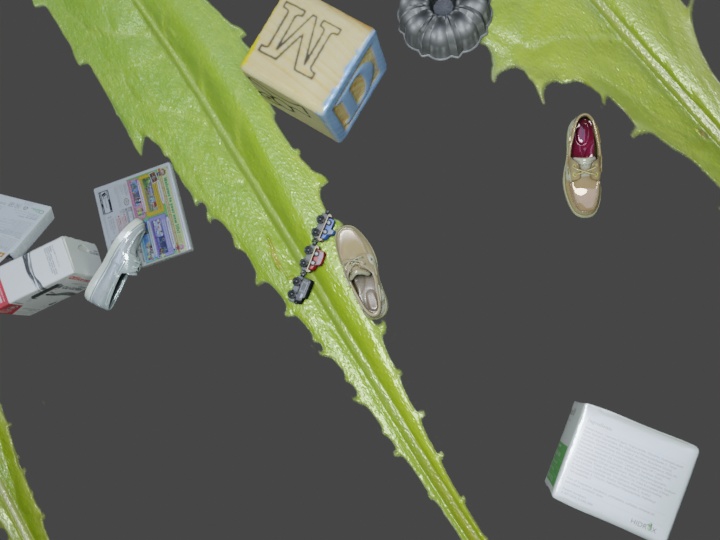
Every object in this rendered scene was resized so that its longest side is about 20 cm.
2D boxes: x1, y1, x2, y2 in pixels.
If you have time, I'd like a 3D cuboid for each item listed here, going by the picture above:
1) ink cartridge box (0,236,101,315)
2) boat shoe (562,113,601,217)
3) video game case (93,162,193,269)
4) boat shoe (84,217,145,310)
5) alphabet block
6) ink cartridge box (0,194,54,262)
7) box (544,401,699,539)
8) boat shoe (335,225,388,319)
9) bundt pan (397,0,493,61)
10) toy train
[{"bbox_3d":[-0.651,0.014,1.652,0.199,0.144,0.084,-25,81,6],"label":"ink cartridge box"},{"bbox_3d":[0.425,-0.203,1.530,0.073,0.066,0.202,-4,81,10],"label":"boat shoe"},{"bbox_3d":[-0.462,-0.108,1.699,0.181,0.022,0.201,-18,79,7],"label":"video game case"},{"bbox_3d":[-0.489,-0.009,1.648,0.071,0.070,0.202,32,92,2],"label":"boat shoe"},{"bbox_3d":[-0.087,-0.404,1.587,0.199,0.195,0.197,31,87,12],"label":"alphabet block"},{"bbox_3d":[-0.787,-0.082,1.688,0.198,0.041,0.201,14,46,12],"label":"ink cartridge box"},{"bbox_3d":[0.443,0.341,1.382,0.199,0.199,0.172,22,86,12],"label":"box"},{"bbox_3d":[0.000,0.000,1.578,0.072,0.065,0.201,-21,79,7],"label":"boat shoe"},{"bbox_3d":[0.169,-0.535,1.618,0.200,0.076,0.203,-1,82,9],"label":"bundt pan"},{"bbox_3d":[-0.094,-0.026,1.615,0.046,0.034,0.201,20,86,9],"label":"toy train"}]
